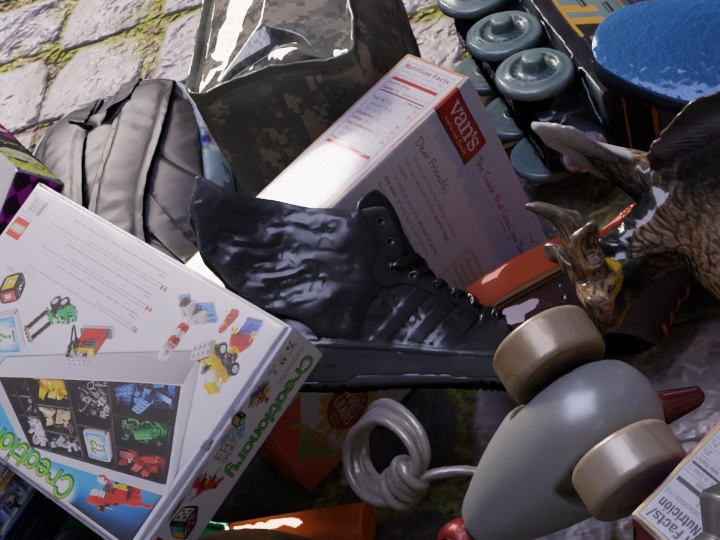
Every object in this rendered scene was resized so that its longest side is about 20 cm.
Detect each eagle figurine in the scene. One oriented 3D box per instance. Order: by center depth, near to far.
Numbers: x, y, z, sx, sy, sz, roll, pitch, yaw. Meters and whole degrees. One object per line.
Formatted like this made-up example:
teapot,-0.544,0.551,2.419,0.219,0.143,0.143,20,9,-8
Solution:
eagle figurine,0.191,-0.028,0.988,0.199,0.151,0.152,-28,31,2

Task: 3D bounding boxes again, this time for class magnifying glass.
magnifying glass,-0.086,0.150,1.090,0.199,0.022,0.080,-13,43,22

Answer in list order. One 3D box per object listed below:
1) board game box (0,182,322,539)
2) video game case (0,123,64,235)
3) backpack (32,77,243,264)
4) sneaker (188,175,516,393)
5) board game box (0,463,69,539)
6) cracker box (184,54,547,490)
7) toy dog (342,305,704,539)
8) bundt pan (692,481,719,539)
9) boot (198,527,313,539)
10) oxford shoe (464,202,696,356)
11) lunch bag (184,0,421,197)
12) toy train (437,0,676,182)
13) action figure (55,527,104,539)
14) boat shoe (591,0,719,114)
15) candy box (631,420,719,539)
board game box,-0.125,0.047,0.983,0.200,0.035,0.127,28,80,40
video game case,-0.246,0.014,1.211,0.201,0.036,0.181,-67,27,8
backpack,-0.133,-0.017,1.212,0.162,0.154,0.201,-22,62,19
sneaker,0.015,0.007,1.009,0.198,0.060,0.105,-1,83,-4
board game box,-0.256,0.103,1.096,0.200,0.062,0.201,37,99,26
cracker box,0.000,0.000,1.104,0.200,0.134,0.058,-43,40,-17
toy dog,0.089,0.099,0.946,0.200,0.096,0.133,-33,66,49
bundt pan,0.200,0.130,0.807,0.202,0.202,0.076,-44,30,-17
boot,-0.085,0.160,0.970,0.074,0.199,0.076,-64,32,30
oxford shoe,0.150,0.005,1.079,0.199,0.071,0.073,-27,73,-7
lunch bag,-0.020,-0.119,1.218,0.117,0.164,0.201,-13,42,16
toy train,0.121,-0.126,1.213,0.113,0.086,0.200,-19,37,-6
action figure,-0.146,0.193,1.013,0.118,0.102,0.200,-17,15,42
boat shoe,0.219,-0.090,1.087,0.199,0.069,0.084,16,66,23
candy box,0.202,0.078,0.907,0.200,0.117,0.056,-43,65,-15
